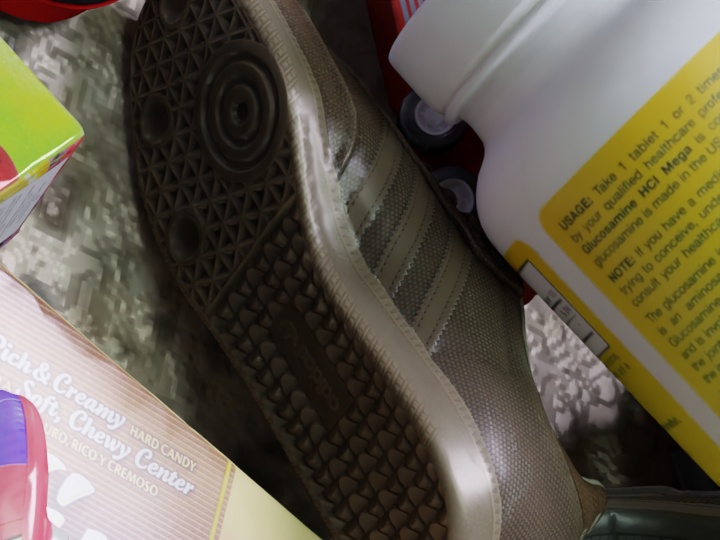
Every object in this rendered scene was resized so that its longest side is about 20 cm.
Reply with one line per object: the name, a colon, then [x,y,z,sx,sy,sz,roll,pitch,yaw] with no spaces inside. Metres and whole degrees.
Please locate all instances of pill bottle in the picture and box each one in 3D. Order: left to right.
pill bottle: [0.105,-0.015,0.740,0.200,0.112,0.112,47,48,4]

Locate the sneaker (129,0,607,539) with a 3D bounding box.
sneaker: [0.000,0.000,0.761,0.075,0.070,0.201,-1,60,-45]

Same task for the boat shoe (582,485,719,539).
boat shoe: [0.122,0.097,0.814,0.200,0.065,0.075,5,99,-19]

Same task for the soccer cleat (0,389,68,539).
soccer cleat: [-0.122,0.117,0.586,0.076,0.067,0.201,18,97,-20]

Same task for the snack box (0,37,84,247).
snack box: [-0.179,-0.061,0.617,0.200,0.053,0.142,48,46,5]

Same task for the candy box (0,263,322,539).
candy box: [-0.066,0.099,0.692,0.200,0.055,0.116,42,52,-22]

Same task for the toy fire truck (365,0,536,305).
toy fire truck: [0.078,-0.046,0.827,0.140,0.049,0.202,-11,81,-9]

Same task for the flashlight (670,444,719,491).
flashlight: [0.109,-0.019,0.880,0.068,0.068,0.201,-15,87,-40]

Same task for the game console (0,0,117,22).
game console: [-0.102,-0.185,0.777,0.177,0.031,0.201,43,51,-22]
